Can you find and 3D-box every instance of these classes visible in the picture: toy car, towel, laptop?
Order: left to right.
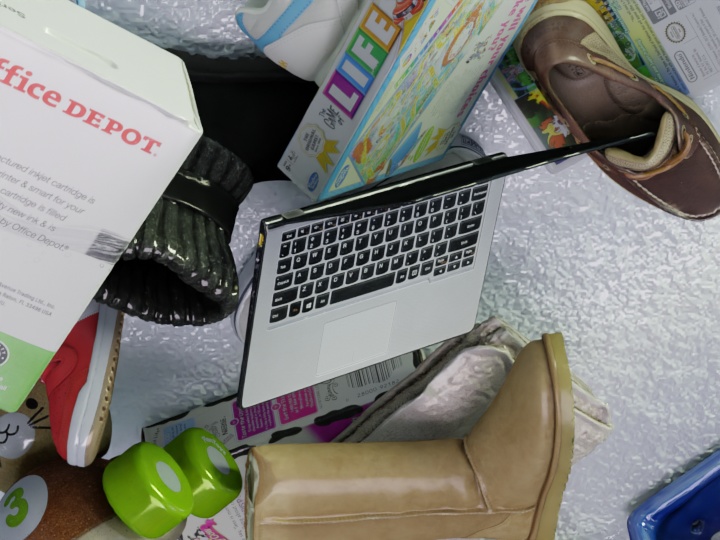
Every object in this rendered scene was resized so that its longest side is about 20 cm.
[{"bbox_3d":[-0.204,0.109,1.501,0.164,0.201,0.158,-37,171,17],"label":"toy car"},{"bbox_3d":[0.045,0.000,1.364,0.186,0.116,0.201,-16,130,-36],"label":"laptop"},{"bbox_3d":[0.058,0.123,1.562,0.132,0.035,0.200,35,113,-30],"label":"towel"}]

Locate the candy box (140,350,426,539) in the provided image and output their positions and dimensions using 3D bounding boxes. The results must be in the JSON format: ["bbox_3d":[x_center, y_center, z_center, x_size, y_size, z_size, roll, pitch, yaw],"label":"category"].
[{"bbox_3d":[-0.031,0.136,1.614,0.199,0.061,0.137,-20,128,4],"label":"candy box"}]

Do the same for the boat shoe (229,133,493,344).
[{"bbox_3d":[0.003,0.002,1.498,0.201,0.086,0.075,-33,127,15],"label":"boat shoe"}]

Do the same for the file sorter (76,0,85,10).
[{"bbox_3d":[-0.255,-0.130,1.312,0.198,0.139,0.123,3,124,-13],"label":"file sorter"}]

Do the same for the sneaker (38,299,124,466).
[{"bbox_3d":[-0.195,0.015,1.416,0.112,0.201,0.071,7,156,-10],"label":"sneaker"}]

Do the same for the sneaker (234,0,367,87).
[{"bbox_3d":[0.001,-0.198,1.344,0.080,0.077,0.201,30,109,-2],"label":"sneaker"}]

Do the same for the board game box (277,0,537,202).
[{"bbox_3d":[0.044,-0.136,1.350,0.134,0.034,0.201,-20,147,-53],"label":"board game box"}]

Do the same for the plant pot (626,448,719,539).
[{"bbox_3d":[0.331,0.229,1.677,0.200,0.201,0.180,-36,132,17],"label":"plant pot"}]

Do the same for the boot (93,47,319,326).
[{"bbox_3d":[-0.074,-0.043,1.390,0.210,0.159,0.080,5,142,-22],"label":"boot"}]

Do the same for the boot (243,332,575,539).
[{"bbox_3d":[0.029,0.117,1.490,0.198,0.066,0.176,-2,128,-7],"label":"boot"}]

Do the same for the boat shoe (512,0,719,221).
[{"bbox_3d":[0.164,-0.082,1.443,0.072,0.072,0.200,-33,127,16],"label":"boat shoe"}]

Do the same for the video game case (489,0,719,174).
[{"bbox_3d":[0.149,-0.169,1.431,0.181,0.022,0.200,-28,129,12],"label":"video game case"}]

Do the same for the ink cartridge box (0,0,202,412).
[{"bbox_3d":[-0.196,-0.046,1.246,0.145,0.084,0.200,26,114,-25],"label":"ink cartridge box"}]
